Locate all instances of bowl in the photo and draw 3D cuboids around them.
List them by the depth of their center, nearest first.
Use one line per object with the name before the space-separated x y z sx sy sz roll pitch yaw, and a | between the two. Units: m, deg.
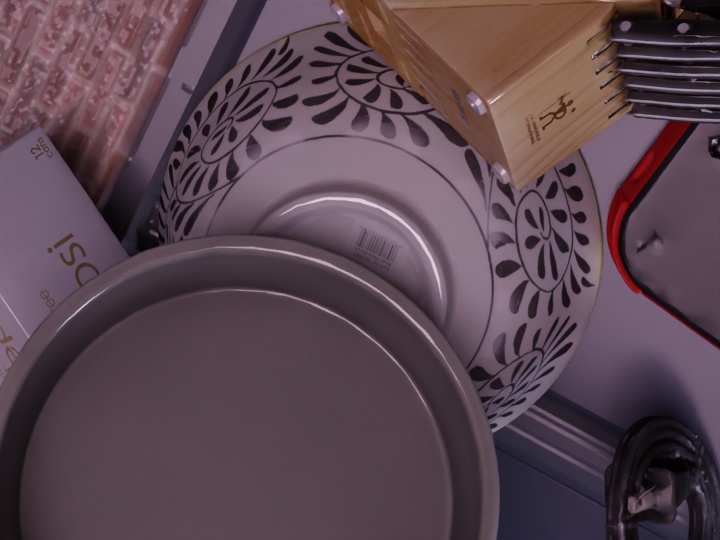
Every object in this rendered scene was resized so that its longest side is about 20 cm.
bowl | 0.000 0.000 0.919 0.200 0.094 0.201 3 106 9

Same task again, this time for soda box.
soda box | -0.119 0.041 0.952 0.200 0.064 0.068 56 149 -7

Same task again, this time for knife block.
knife block | 0.095 -0.125 0.866 0.175 0.064 0.200 -37 55 -9

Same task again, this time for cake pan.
cake pan | -0.047 0.087 0.837 0.200 0.037 0.201 1 78 -6

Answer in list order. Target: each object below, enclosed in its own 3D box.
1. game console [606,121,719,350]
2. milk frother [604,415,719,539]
game console | 0.220 -0.035 0.907 0.177 0.031 0.200 34 108 -3
milk frother | 0.198 0.163 0.881 0.188 0.181 0.201 -7 109 16
